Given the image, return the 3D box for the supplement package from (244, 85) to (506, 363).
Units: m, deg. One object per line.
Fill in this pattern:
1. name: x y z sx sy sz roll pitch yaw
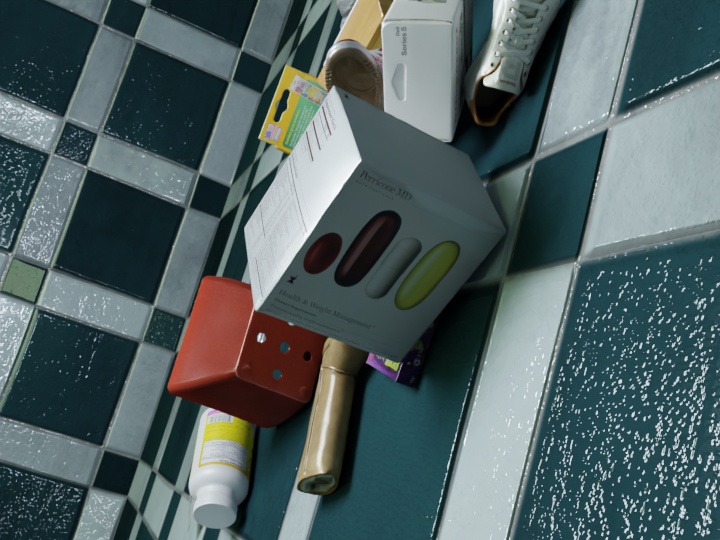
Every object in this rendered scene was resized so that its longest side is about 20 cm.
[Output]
1. supplement package: 0.009 -0.043 0.932 0.201 0.189 0.148 -53 32 27

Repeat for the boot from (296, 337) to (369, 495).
1. boot: -0.025 0.166 1.114 0.176 0.065 0.203 112 171 -59

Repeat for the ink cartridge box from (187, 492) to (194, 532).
1. ink cartridge box: -0.302 0.402 1.774 0.163 0.049 0.203 -111 36 -65

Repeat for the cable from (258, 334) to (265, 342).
1. cable: -0.242 0.159 1.804 0.200 0.068 0.203 176 112 -71

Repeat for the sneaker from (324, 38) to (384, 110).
1. sneaker: 0.007 -0.250 1.070 0.200 0.070 0.114 51 -141 -64

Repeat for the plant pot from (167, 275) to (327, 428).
1. plant pot: -0.159 0.127 1.387 0.175 0.198 0.203 -12 58 57

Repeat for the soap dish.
1. soap dish: 0.044 -0.333 1.329 0.201 0.155 0.082 -54 42 44

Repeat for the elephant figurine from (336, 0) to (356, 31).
1. elephant figurine: 0.057 -0.446 1.448 0.153 0.143 0.200 0 29 38

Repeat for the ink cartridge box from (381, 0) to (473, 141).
1. ink cartridge box: 0.085 -0.264 1.053 0.201 0.082 0.147 -70 -20 -52

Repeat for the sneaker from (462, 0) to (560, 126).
1. sneaker: 0.172 -0.245 0.957 0.085 0.072 0.202 -91 16 -46

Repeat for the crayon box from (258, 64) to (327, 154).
1. crayon box: -0.053 -0.231 1.415 0.052 0.197 0.128 -151 83 -78

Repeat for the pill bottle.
1. pill bottle: -0.240 0.339 1.523 0.105 0.103 0.202 -57 21 36

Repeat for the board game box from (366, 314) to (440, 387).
1. board game box: 0.068 0.028 1.031 0.203 0.032 0.120 -69 20 -1
